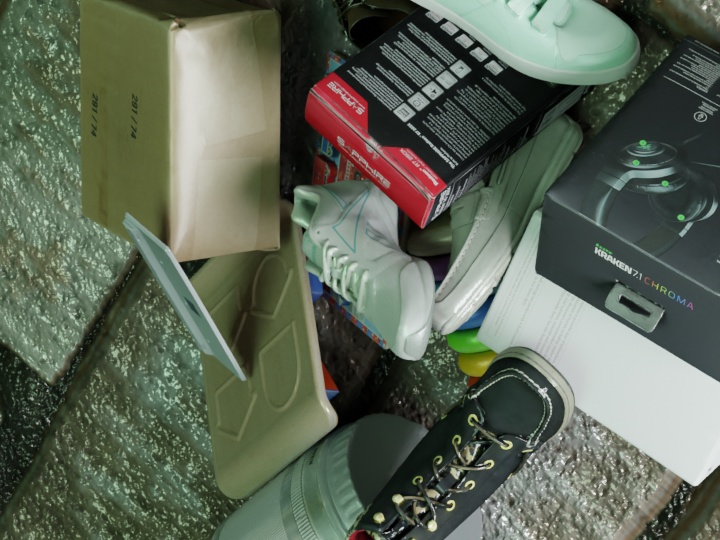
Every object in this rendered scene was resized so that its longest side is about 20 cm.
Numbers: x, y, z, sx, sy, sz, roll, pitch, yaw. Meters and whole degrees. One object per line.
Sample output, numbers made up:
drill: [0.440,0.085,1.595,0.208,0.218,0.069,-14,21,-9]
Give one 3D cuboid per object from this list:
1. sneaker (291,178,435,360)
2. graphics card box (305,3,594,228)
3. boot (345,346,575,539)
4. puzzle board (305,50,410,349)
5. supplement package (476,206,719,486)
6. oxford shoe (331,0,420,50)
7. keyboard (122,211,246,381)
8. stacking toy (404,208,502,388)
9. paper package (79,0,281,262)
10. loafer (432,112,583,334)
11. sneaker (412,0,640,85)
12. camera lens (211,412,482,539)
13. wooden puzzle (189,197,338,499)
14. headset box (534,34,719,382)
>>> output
sneaker: [0.000,0.000,1.551,0.200,0.080,0.071,-116,35,-52]
graphics card box: [0.071,-0.135,1.542,0.125,0.200,0.051,42,153,14]
boot: [0.072,0.148,1.549,0.073,0.154,0.204,42,152,4]
puzzle board: [-0.004,-0.058,1.676,0.151,0.017,0.201,40,128,54]
supplement package: [0.212,0.041,1.550,0.200,0.120,0.122,35,120,19]
oxford shoe: [0.008,-0.217,1.625,0.200,0.084,0.073,48,125,13]
keyboard: [-0.137,0.024,1.660,0.056,0.011,0.200,32,162,31]
stacking toy: [0.100,0.052,1.654,0.085,0.085,0.201,-9,103,34]
paper package: [-0.148,-0.125,1.702,0.190,0.103,0.201,27,122,55]
loafer: [0.094,-0.043,1.569,0.070,0.200,0.070,31,157,2]
sneaker: [0.118,-0.211,1.498,0.200,0.074,0.118,26,146,3]
camera lens: [-0.017,0.229,1.729,0.200,0.160,0.160,-42,81,34]
wooden puzzle: [-0.076,0.067,1.743,0.185,0.046,0.201,-42,54,49]
headset box: [0.240,-0.038,1.449,0.174,0.200,0.093,31,149,20]
